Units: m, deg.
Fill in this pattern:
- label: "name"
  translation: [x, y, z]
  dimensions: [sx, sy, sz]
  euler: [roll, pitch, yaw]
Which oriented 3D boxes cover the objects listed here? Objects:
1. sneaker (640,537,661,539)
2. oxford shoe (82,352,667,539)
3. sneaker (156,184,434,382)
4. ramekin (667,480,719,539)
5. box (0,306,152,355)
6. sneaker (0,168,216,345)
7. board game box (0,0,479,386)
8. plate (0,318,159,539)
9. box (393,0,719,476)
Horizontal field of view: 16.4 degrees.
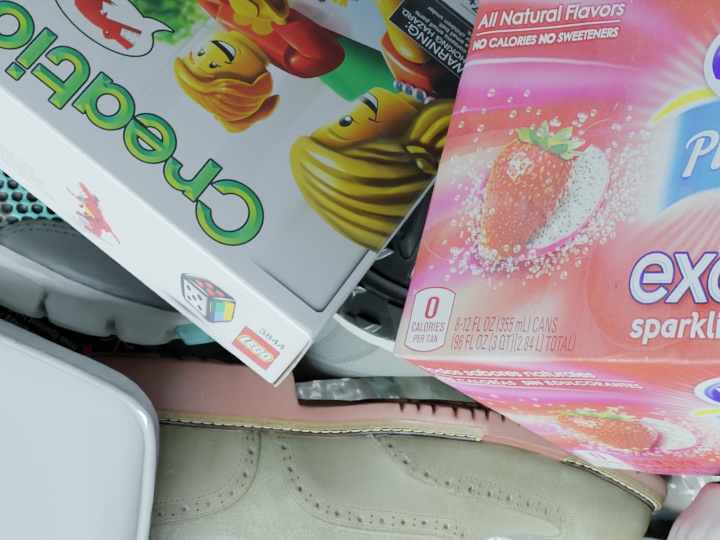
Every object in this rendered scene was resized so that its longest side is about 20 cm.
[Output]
- label: "sneaker"
  translation: [0.122, 0.179, 0.831]
  dimensions: [0.074, 0.082, 0.200]
  euler: [0, 130, 39]
- label: "oxford shoe"
  translation: [0.000, 0.074, 0.762]
  dimensions: [0.199, 0.074, 0.071]
  euler: [10, 170, -20]
- label: "sneaker"
  translation: [0.000, 0.000, 0.759]
  dimensions: [0.200, 0.074, 0.079]
  euler: [5, 153, 37]
- label: "ramekin"
  translation: [0.164, 0.109, 0.629]
  dimensions: [0.200, 0.200, 0.105]
  euler: [0, 87, 41]
- label: "box"
  translation: [-0.141, 0.053, 0.851]
  dimensions: [0.200, 0.115, 0.132]
  euler: [32, 174, 8]
- label: "sneaker"
  translation: [-0.102, -0.047, 0.692]
  dimensions: [0.199, 0.078, 0.091]
  euler: [24, 103, 2]
- label: "board game box"
  translation: [-0.063, -0.078, 0.666]
  dimensions: [0.200, 0.126, 0.035]
  euler: [38, 145, -2]
- label: "plate"
  translation: [-0.136, 0.071, 0.721]
  dimensions: [0.199, 0.032, 0.201]
  euler: [24, 128, 23]
- label: "box"
  translation: [0.120, -0.010, 0.584]
  dimensions: [0.200, 0.103, 0.095]
  euler: [1, 160, 41]
